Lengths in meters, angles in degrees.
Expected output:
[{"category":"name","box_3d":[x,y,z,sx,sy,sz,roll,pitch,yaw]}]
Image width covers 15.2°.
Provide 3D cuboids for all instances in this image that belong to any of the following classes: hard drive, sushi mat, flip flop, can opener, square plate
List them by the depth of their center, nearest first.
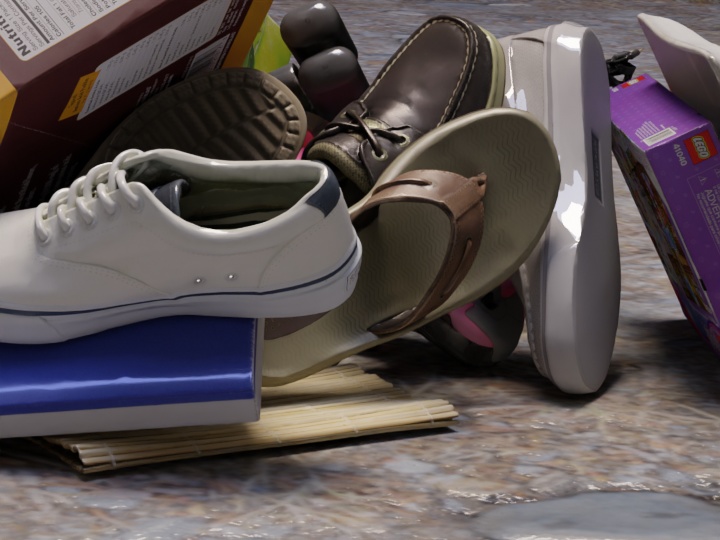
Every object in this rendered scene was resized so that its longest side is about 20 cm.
[{"category":"hard drive","box_3d":[-0.143,0.021,1.189,0.199,0.025,0.132,-4,40,3]},{"category":"sushi mat","box_3d":[-0.060,0.065,1.220,0.200,0.012,0.096,-5,13,-34]},{"category":"flip flop","box_3d":[0.017,-0.011,1.253,0.200,0.081,0.058,-29,3,-24]},{"category":"square plate","box_3d":[0.207,-0.036,1.351,0.028,0.198,0.200,-28,12,2]},{"category":"can opener","box_3d":[-0.029,-0.098,1.480,0.067,0.053,0.200,-22,-8,3]}]

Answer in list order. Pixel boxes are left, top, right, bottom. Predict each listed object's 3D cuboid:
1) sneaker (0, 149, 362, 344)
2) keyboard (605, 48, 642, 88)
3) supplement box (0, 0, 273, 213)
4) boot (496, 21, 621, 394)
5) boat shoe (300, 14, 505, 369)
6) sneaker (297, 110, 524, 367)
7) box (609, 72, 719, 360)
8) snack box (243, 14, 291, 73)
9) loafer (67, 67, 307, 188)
[{"category":"sneaker","box_3d":[-0.101,-0.019,1.154,0.199,0.071,0.073,-6,40,1]},{"category":"keyboard","box_3d":[0.090,-0.085,1.505,0.127,0.021,0.200,-28,-2,25]},{"category":"supplement box","box_3d":[-0.161,-0.122,1.297,0.200,0.133,0.197,-34,-12,-30]},{"category":"boot","box_3d":[0.075,-0.027,1.355,0.095,0.200,0.074,-9,-29,21]},{"category":"boat shoe","box_3d":[0.004,-0.043,1.318,0.073,0.200,0.065,19,-14,39]},{"category":"sneaker","box_3d":[0.000,0.000,1.408,0.200,0.096,0.079,39,29,28]},{"category":"box","box_3d":[0.174,-0.023,1.394,0.039,0.137,0.200,-24,12,2]},{"category":"snack box","box_3d":[-0.117,-0.115,1.596,0.053,0.143,0.200,8,-17,26]},{"category":"loafer","box_3d":[-0.112,-0.024,1.316,0.200,0.076,0.068,-39,-2,-10]}]
